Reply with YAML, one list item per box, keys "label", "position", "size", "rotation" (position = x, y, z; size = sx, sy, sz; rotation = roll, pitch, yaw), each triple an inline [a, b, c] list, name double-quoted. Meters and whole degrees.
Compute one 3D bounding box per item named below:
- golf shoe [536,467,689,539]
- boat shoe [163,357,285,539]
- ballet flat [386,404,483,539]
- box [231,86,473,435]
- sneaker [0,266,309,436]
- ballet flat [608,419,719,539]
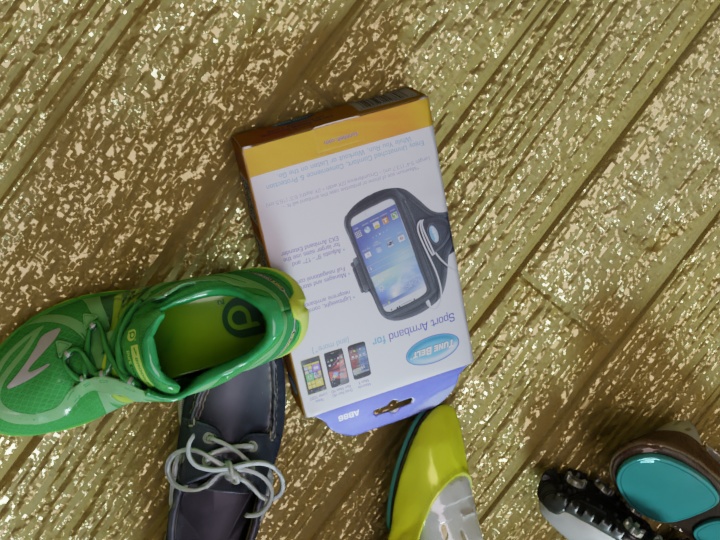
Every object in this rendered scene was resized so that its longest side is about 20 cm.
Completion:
- label: "golf shoe"
  position: [0.188, 0.216, 0.854]
  size: [0.199, 0.077, 0.088]
  rotation: [36, 101, -23]
- label: "boat shoe"
  position: [-0.087, 0.128, 0.744]
  size: [0.074, 0.062, 0.203]
  rotation: [15, 101, -15]
- label: "ballet flat"
  position: [0.046, 0.190, 0.799]
  size: [0.066, 0.067, 0.203]
  rotation: [-2, 113, -53]
- label: "box"
  position: [0.000, 0.000, 0.745]
  size: [0.117, 0.041, 0.203]
  rotation: [-16, 113, -12]
- label: "sneaker"
  position: [-0.128, 0.041, 0.678]
  size: [0.197, 0.084, 0.075]
  rotation: [-19, 89, 3]
- label: "ballet flat"
  position: [0.241, 0.151, 0.851]
  size: [0.199, 0.073, 0.067]
  rotation: [35, 131, -27]
